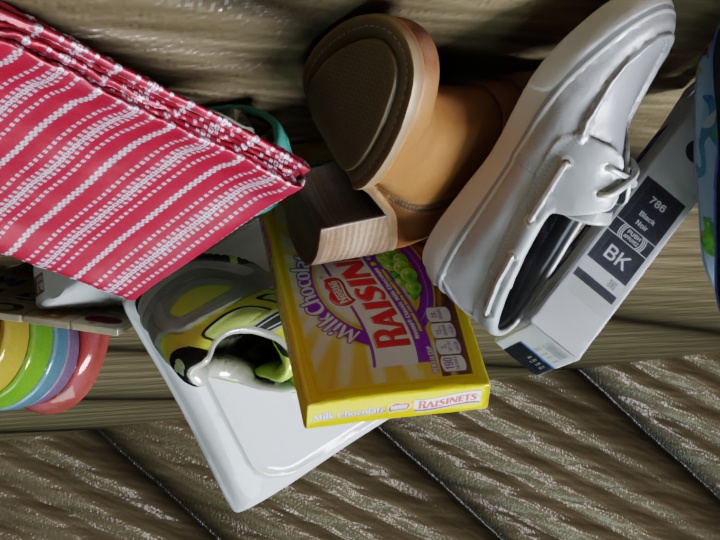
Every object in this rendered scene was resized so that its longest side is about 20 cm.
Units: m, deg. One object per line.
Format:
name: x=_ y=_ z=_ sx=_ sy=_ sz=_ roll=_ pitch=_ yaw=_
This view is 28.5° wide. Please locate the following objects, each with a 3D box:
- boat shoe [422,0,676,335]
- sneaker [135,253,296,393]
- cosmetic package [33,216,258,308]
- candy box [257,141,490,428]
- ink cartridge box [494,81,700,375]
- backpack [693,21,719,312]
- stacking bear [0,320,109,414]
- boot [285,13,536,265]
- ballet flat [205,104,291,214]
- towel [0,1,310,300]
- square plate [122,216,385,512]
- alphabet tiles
boat shoe: x=0.102 y=-0.048 z=0.708 sx=0.072 sy=0.069 sz=0.200 roll=-8 pitch=141 yaw=-53
sneaker: x=-0.033 y=0.041 z=0.843 sx=0.199 sy=0.077 sz=0.076 roll=0 pitch=135 yaw=-25
cosmetic package: x=-0.107 y=-0.019 z=0.937 sx=0.199 sy=0.075 sz=0.102 roll=0 pitch=168 yaw=-31
candy box: x=0.000 y=0.000 z=0.810 sx=0.102 sy=0.201 sz=0.026 roll=-7 pitch=138 yaw=-10
ink cartridge box: x=0.156 y=-0.031 z=0.803 sx=0.039 sy=0.200 sz=0.099 roll=37 pitch=170 yaw=2
backpack: x=0.272 y=-0.059 z=0.716 sx=0.199 sy=0.184 sz=0.147 roll=-9 pitch=-168 yaw=-18
stacking bear: x=-0.294 y=0.047 z=1.081 sx=0.121 sy=0.114 sz=0.200 roll=-12 pitch=165 yaw=22
boot: x=0.047 y=-0.081 z=0.737 sx=0.154 sy=0.074 sz=0.200 roll=-18 pitch=162 yaw=-21
ballet flat: x=-0.130 y=-0.060 z=0.739 sx=0.199 sy=0.068 sz=0.071 roll=-5 pitch=146 yaw=-19
towel: x=-0.138 y=-0.044 z=0.667 sx=0.144 sy=0.023 sz=0.200 roll=-31 pitch=144 yaw=30
square plate: x=-0.030 y=0.046 z=0.925 sx=0.197 sy=0.201 sz=0.028 roll=-31 pitch=-143 yaw=-12
alphabet tiles: x=-0.182 y=0.015 z=1.003 sx=0.165 sy=0.006 sz=0.200 roll=8 pitch=-168 yaw=11
